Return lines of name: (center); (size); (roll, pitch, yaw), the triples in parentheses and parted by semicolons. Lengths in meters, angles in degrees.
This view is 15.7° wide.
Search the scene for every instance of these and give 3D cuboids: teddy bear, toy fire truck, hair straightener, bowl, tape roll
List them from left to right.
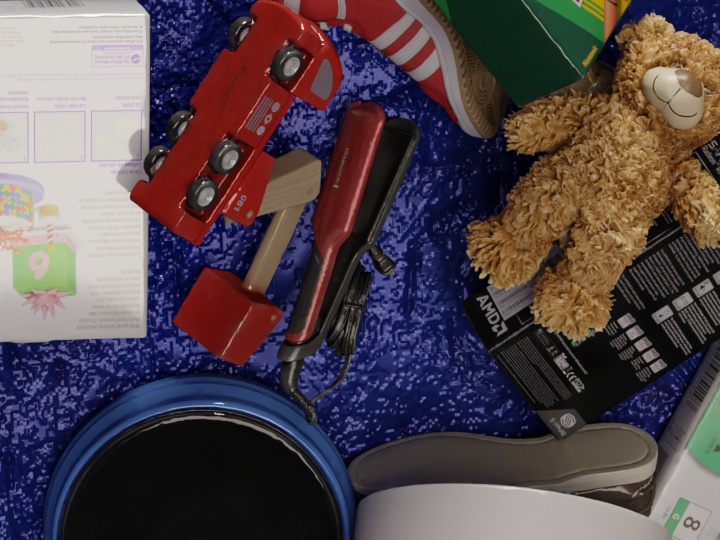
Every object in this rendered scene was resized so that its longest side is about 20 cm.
bowl: (-0.100, 0.166, 1.641); (0.199, 0.039, 0.202); (-1, 107, -4)
toy fire truck: (-0.065, -0.052, 1.567); (0.200, 0.049, 0.141); (-57, 145, 2)
hair straightener: (0.000, 0.000, 1.620); (0.077, 0.041, 0.201); (18, 85, -45)
tape roll: (0.089, 0.224, 1.609); (0.202, 0.203, 0.140); (12, 71, -16)
teddy bear: (0.149, -0.056, 1.550); (0.200, 0.067, 0.145); (-36, 70, 6)

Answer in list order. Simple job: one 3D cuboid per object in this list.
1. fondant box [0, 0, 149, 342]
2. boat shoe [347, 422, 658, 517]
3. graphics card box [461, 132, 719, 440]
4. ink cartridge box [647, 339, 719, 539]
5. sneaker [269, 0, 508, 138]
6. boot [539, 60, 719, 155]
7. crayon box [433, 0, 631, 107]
fondant box: (-0.201, -0.060, 1.564); (0.144, 0.058, 0.201); (-2, 104, -13)
boat shoe: (0.092, 0.142, 1.680); (0.199, 0.072, 0.060); (-5, 124, -3)
graphics card box: (0.175, 0.012, 1.629); (0.200, 0.051, 0.126); (-35, 140, 6)
ink cartridge box: (0.293, 0.142, 1.742); (0.199, 0.050, 0.161); (25, 98, -16)
sneaker: (0.014, -0.152, 1.586); (0.200, 0.112, 0.071); (58, 43, -47)
boot: (0.185, -0.111, 1.631); (0.155, 0.073, 0.201); (-22, 112, -3)
crayon box: (0.096, -0.223, 1.524); (0.058, 0.200, 0.173); (-23, 114, 41)
